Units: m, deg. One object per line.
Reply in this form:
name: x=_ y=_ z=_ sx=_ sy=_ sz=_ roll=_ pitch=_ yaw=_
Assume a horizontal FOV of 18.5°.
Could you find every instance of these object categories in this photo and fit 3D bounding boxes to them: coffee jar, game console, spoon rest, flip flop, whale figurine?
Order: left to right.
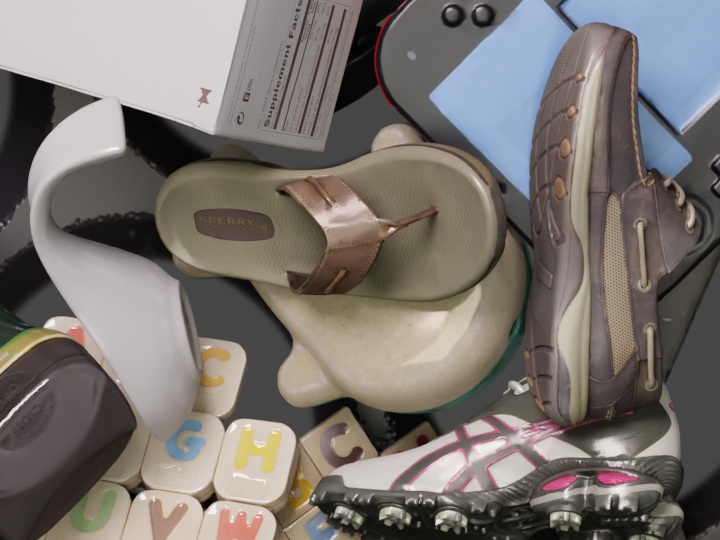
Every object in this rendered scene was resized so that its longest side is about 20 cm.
coffee jar: x=-0.209 y=0.056 z=1.140 sx=0.200 sy=0.086 sz=0.104 roll=30 pitch=69 yaw=38
spoon rest: x=-0.124 y=0.004 z=1.108 sx=0.060 sy=0.100 sz=0.201 roll=-12 pitch=133 yaw=1
flip flop: x=-0.021 y=-0.020 z=1.086 sx=0.199 sy=0.058 sz=0.082 roll=4 pitch=111 yaw=26
whale figurine: x=0.000 y=0.000 z=1.179 sx=0.199 sy=0.104 sz=0.160 roll=19 pitch=87 yaw=25
game console: x=0.125 y=-0.097 z=1.103 sx=0.177 sy=0.031 sz=0.200 roll=-43 pitch=99 yaw=12

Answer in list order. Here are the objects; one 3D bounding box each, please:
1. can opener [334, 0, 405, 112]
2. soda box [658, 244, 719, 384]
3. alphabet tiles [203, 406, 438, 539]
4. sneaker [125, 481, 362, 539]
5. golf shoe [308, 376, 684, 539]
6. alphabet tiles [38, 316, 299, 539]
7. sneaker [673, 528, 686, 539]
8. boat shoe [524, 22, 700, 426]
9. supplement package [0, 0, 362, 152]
can opener: x=0.017 y=-0.159 z=1.177 sx=0.199 sy=0.079 sz=0.064 roll=-35 pitch=53 yaw=3
soda box: x=0.165 y=-0.041 z=1.167 sx=0.070 sy=0.063 sz=0.201 roll=22 pitch=96 yaw=3
alphabet tiles: x=0.006 y=0.184 z=1.192 sx=0.166 sy=0.006 sz=0.201 roll=-35 pitch=100 yaw=-14
sneaker: x=-0.085 y=0.144 z=1.197 sx=0.198 sy=0.076 sz=0.071 roll=0 pitch=95 yaw=5
golf shoe: x=0.072 y=0.104 z=1.147 sx=0.199 sy=0.077 sz=0.089 roll=-4 pitch=58 yaw=20
alphabet tiles: x=-0.137 y=0.113 z=1.165 sx=0.199 sy=0.015 sz=0.197 roll=8 pitch=58 yaw=11
sneaker: x=0.144 y=0.177 z=1.186 sx=0.077 sy=0.078 sz=0.201 roll=-22 pitch=91 yaw=17
boat shoe: x=0.124 y=-0.023 z=1.078 sx=0.073 sy=0.075 sz=0.201 roll=-1 pitch=110 yaw=-11
supplement package: x=-0.107 y=-0.163 z=1.116 sx=0.199 sy=0.111 sz=0.157 roll=18 pitch=97 yaw=27
